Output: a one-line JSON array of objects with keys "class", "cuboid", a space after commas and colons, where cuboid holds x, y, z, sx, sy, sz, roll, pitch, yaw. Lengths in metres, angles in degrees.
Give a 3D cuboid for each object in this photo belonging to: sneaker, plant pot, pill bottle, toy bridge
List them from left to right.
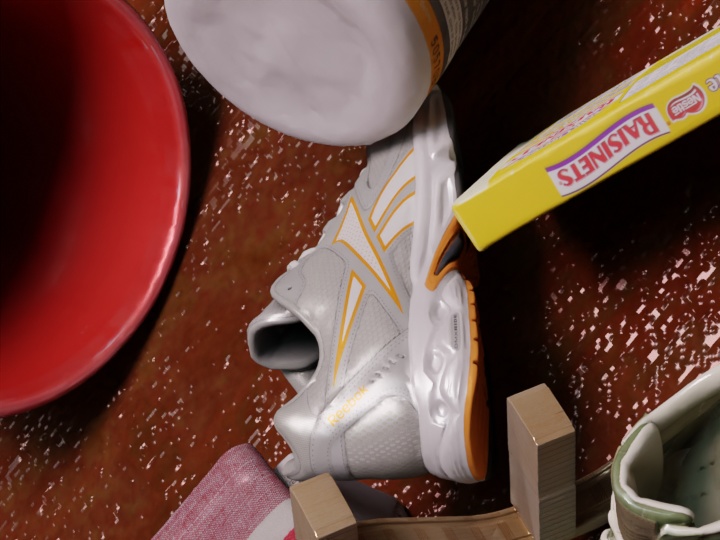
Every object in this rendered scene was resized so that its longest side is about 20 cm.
[{"class": "plant pot", "cuboid": [-0.203, -0.046, 1.165, 0.177, 0.200, 0.201, 12, 78, 50]}, {"class": "sneaker", "cuboid": [0.000, 0.000, 1.014, 0.091, 0.076, 0.201, -8, 43, 5]}, {"class": "pill bottle", "cuboid": [0.015, -0.155, 1.046, 0.116, 0.117, 0.200, 3, 47, 38]}, {"class": "toy bridge", "cuboid": [0.065, 0.073, 0.941, 0.199, 0.067, 0.027, -21, 50, -13]}, {"class": "sneaker", "cuboid": [0.109, 0.084, 0.904, 0.200, 0.090, 0.067, -46, 50, 26]}]

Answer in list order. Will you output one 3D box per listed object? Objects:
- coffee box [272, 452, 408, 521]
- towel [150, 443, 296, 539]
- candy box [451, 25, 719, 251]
[{"class": "coffee box", "cuboid": [-0.052, 0.183, 1.009, 0.200, 0.080, 0.113, -44, 52, 14]}, {"class": "towel", "cuboid": [-0.033, 0.174, 0.932, 0.144, 0.023, 0.200, -50, 50, 5]}, {"class": "candy box", "cuboid": [0.132, -0.074, 0.975, 0.200, 0.102, 0.026, -30, 97, 24]}]
